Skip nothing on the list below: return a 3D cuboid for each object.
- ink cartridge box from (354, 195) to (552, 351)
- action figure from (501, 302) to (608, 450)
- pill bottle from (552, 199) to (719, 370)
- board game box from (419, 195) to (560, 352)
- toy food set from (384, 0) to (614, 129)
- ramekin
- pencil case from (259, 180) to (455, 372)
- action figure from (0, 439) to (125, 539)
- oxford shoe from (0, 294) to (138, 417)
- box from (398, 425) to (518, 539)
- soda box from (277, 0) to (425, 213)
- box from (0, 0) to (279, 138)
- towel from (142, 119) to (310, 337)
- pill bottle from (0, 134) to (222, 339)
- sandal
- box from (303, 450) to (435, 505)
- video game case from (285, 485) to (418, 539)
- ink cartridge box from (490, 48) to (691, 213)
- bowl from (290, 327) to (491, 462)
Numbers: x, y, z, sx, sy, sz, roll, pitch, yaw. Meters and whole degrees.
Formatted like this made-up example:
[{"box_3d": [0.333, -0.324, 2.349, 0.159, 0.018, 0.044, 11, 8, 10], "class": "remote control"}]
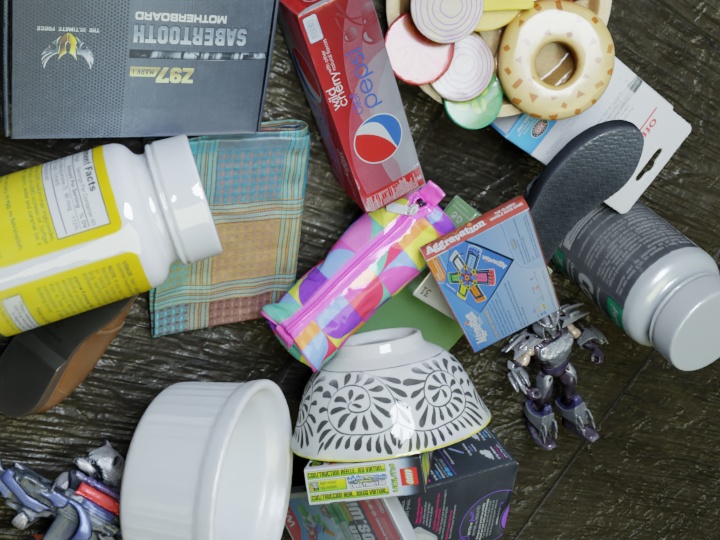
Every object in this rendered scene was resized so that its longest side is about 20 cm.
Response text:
[{"box_3d": [0.088, 0.038, 1.005, 0.145, 0.048, 0.201, 31, 101, -40], "class": "ink cartridge box"}, {"box_3d": [0.230, 0.120, 1.131, 0.129, 0.070, 0.201, -21, 127, -9], "class": "action figure"}, {"box_3d": [0.293, 0.005, 0.994, 0.112, 0.200, 0.114, -15, 128, -20], "class": "pill bottle"}, {"box_3d": [0.130, 0.010, 0.927, 0.102, 0.020, 0.200, -28, 146, 3], "class": "board game box"}, {"box_3d": [0.114, -0.218, 0.795, 0.195, 0.049, 0.202, -4, 111, -4], "class": "toy food set"}, {"box_3d": [-0.139, 0.197, 0.889, 0.097, 0.201, 0.202, 5, 129, 14], "class": "ramekin"}, {"box_3d": [0.000, 0.000, 0.892, 0.200, 0.088, 0.088, -46, 132, -3], "class": "pencil case"}, {"box_3d": [-0.301, 0.236, 0.914, 0.200, 0.105, 0.194, 43, 89, -15], "class": "action figure"}, {"box_3d": [-0.231, 0.037, 0.820, 0.200, 0.071, 0.071, -49, 164, 8], "class": "oxford shoe"}, {"box_3d": [0.063, 0.252, 1.099, 0.198, 0.106, 0.123, -10, 124, -24], "class": "box"}, {"box_3d": [-0.008, -0.148, 0.801, 0.063, 0.070, 0.201, -29, 131, -10], "class": "soda box"}, {"box_3d": [-0.161, -0.179, 0.705, 0.198, 0.051, 0.159, -4, 125, -28], "class": "box"}, {"box_3d": [-0.118, -0.034, 0.852, 0.145, 0.022, 0.202, -9, 126, -24], "class": "towel"}, {"box_3d": [-0.212, -0.028, 0.726, 0.198, 0.115, 0.115, -18, 129, -8], "class": "pill bottle"}, {"box_3d": [0.184, -0.072, 0.906, 0.075, 0.043, 0.200, 13, 137, -26], "class": "sandal"}, {"box_3d": [0.018, 0.176, 0.951, 0.109, 0.200, 0.035, -8, 95, 9], "class": "box"}, {"box_3d": [-0.006, 0.286, 1.002, 0.017, 0.199, 0.144, -29, 94, -39], "class": "video game case"}, {"box_3d": [0.218, -0.148, 0.933, 0.199, 0.068, 0.116, 25, 108, -39], "class": "ink cartridge box"}, {"box_3d": [0.022, 0.110, 0.940, 0.199, 0.200, 0.095, -12, 95, -22], "class": "bowl"}]
